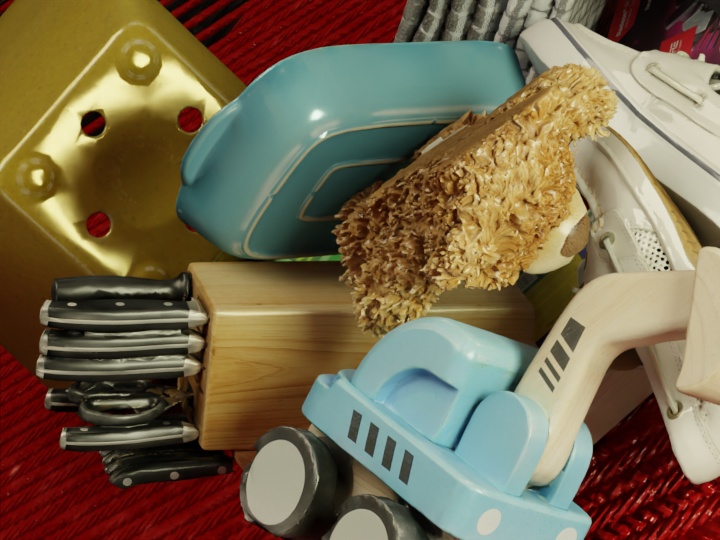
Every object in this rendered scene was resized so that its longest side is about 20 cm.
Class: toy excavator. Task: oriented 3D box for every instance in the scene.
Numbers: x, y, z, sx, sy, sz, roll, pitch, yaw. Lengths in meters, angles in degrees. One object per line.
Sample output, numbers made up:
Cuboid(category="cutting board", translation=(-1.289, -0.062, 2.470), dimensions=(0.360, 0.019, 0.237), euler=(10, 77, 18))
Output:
Cuboid(category="toy excavator", translation=(0.066, 0.057, 1.231), dimensions=(0.194, 0.100, 0.201), euler=(35, 104, 46))

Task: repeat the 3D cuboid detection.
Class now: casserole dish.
Cuboid(category="casserole dish", translation=(0.004, -0.051, 1.395), dimensions=(0.039, 0.199, 0.121), euler=(55, 128, 26))

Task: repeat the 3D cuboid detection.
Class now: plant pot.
Cuboid(category="plant pot", translation=(-0.133, -0.047, 1.604), dimensions=(0.194, 0.195, 0.200), euler=(-49, 12, -10))

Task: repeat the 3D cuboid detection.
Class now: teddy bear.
Cuboid(category="teddy bear", translation=(0.051, -0.027, 1.293), dimensions=(0.145, 0.067, 0.200), euler=(-41, 8, -28))

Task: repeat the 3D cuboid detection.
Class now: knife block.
Cuboid(category="knife block", translation=(-0.045, 0.027, 1.370), dimensions=(0.200, 0.176, 0.064), euler=(-42, 26, 4))

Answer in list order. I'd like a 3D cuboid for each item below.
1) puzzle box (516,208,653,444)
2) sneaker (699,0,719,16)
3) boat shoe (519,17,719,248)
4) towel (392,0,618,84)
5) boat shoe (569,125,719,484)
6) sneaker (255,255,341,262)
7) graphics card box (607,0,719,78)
Cuboid(category="puzzle box", translation=(0.074, 0.053, 1.388), dimensions=(0.200, 0.025, 0.133), euler=(-41, 25, 6))
Cuboid(category="sneaker", translation=(0.191, -0.162, 1.402), dimensions=(0.082, 0.071, 0.200), euler=(-15, 22, -3))
Cuboid(category="boat shoe", translation=(0.147, -0.066, 1.367), dimensions=(0.066, 0.072, 0.200), euler=(-39, 42, -5))
Cuboid(category="towel", translation=(0.093, -0.180, 1.501), dimensions=(0.166, 0.085, 0.201), euler=(-50, -20, -53))
Cuboid(category="boat shoe", translation=(0.120, 0.011, 1.282), dimensions=(0.069, 0.071, 0.200), euler=(-35, 41, 7))
Cuboid(category="sneaker", translation=(0.000, 0.000, 1.524), dimensions=(0.200, 0.074, 0.084), euler=(-2, 52, 56))
Cuboid(category="graphics card box", translation=(0.203, -0.123, 1.437), dimensions=(0.199, 0.051, 0.126), euler=(-22, 33, 37))
